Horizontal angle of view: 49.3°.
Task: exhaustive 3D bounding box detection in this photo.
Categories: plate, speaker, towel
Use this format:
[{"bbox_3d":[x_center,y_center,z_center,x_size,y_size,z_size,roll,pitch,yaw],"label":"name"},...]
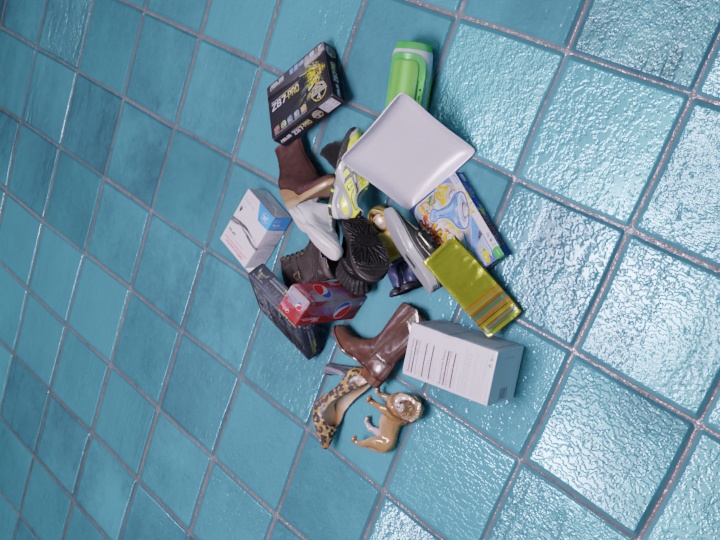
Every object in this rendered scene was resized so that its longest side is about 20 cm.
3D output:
[{"bbox_3d":[0.096,-0.241,1.600,0.200,0.200,0.032,-44,23,30],"label":"plate"},{"bbox_3d":[0.098,-0.367,1.624,0.088,0.088,0.200,15,101,36],"label":"speaker"},{"bbox_3d":[0.218,0.031,1.532,0.086,0.018,0.200,-41,86,2],"label":"towel"}]

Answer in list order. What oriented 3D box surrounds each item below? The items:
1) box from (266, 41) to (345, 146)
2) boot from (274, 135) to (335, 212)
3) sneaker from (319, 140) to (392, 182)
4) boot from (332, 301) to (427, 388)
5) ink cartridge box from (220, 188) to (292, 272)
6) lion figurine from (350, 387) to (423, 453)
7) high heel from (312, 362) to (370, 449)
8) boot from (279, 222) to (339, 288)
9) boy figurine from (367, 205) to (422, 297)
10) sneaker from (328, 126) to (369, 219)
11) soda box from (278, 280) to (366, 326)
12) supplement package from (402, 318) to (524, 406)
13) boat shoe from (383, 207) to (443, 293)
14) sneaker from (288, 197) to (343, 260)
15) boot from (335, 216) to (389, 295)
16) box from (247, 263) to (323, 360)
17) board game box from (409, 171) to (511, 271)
[{"bbox_3d":[-0.128,-0.402,1.794,0.200,0.049,0.161,-29,55,35],"label":"box"},{"bbox_3d":[-0.131,-0.237,1.800,0.200,0.072,0.167,-21,78,48],"label":"boot"},{"bbox_3d":[-0.008,-0.231,1.730,0.200,0.060,0.104,53,122,28],"label":"sneaker"},{"bbox_3d":[0.047,0.125,1.702,0.186,0.064,0.200,49,116,24],"label":"boot"},{"bbox_3d":[-0.267,-0.087,1.925,0.116,0.068,0.200,47,118,26],"label":"ink cartridge box"},{"bbox_3d":[0.061,0.334,1.702,0.122,0.072,0.200,29,124,20],"label":"lion figurine"},{"bbox_3d":[-0.036,0.312,1.761,0.142,0.071,0.200,3,85,44],"label":"high heel"},{"bbox_3d":[-0.129,-0.042,1.825,0.174,0.069,0.200,-19,76,42],"label":"boot"},{"bbox_3d":[0.074,-0.049,1.671,0.124,0.064,0.200,-23,81,39],"label":"boy figurine"},{"bbox_3d":[-0.016,-0.204,1.663,0.076,0.075,0.200,10,88,3],"label":"sneaker"},{"bbox_3d":[-0.080,0.069,1.706,0.063,0.200,0.070,47,117,27],"label":"soda box"},{"bbox_3d":[0.201,0.177,1.550,0.200,0.114,0.110,17,101,37],"label":"supplement package"},{"bbox_3d":[0.117,-0.050,1.596,0.200,0.064,0.071,59,167,13],"label":"boat shoe"},{"bbox_3d":[-0.077,-0.101,1.689,0.088,0.075,0.200,-34,46,-9],"label":"sneaker"},{"bbox_3d":[0.002,0.000,1.657,0.211,0.079,0.158,-106,20,-51],"label":"boot"},{"bbox_3d":[-0.172,0.096,1.817,0.200,0.051,0.158,42,159,28],"label":"box"},{"bbox_3d":[0.199,-0.080,1.590,0.135,0.034,0.200,-40,69,32],"label":"board game box"}]
